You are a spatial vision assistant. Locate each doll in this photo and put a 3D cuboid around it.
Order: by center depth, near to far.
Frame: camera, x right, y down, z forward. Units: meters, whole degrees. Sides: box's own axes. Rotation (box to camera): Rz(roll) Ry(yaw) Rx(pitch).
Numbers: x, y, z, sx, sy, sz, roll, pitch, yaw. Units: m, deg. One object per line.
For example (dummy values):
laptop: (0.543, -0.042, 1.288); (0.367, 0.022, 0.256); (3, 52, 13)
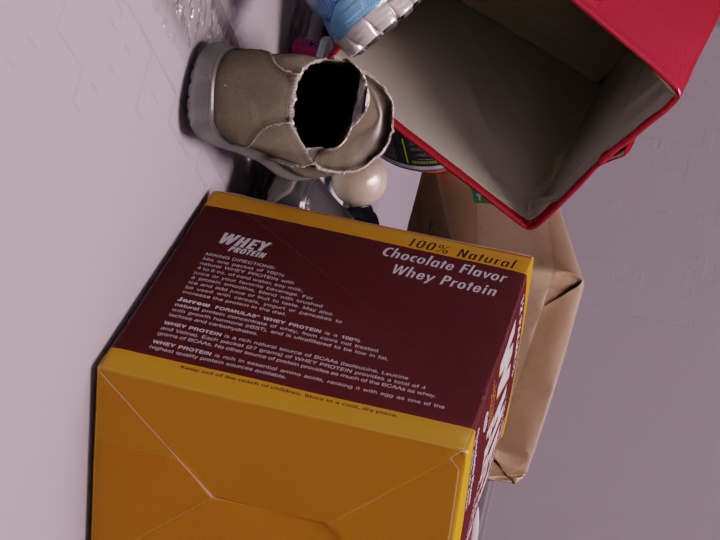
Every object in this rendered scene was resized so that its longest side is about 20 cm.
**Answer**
doll: (-0.012, 0.016, 1.423); (0.136, 0.048, 0.200); (-15, 117, -73)

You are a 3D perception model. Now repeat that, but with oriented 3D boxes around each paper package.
paper package: (0.093, 0.029, 1.595); (0.200, 0.103, 0.191); (-98, -160, -59)

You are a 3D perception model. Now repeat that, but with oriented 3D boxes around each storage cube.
storage cube: (0.114, -0.173, 1.297); (0.171, 0.200, 0.180); (-45, -170, 46)

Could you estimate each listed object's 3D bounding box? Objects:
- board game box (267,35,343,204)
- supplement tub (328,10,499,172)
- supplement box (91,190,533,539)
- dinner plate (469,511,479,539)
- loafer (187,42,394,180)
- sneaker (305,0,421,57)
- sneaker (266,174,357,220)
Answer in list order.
board game box: (-0.051, -0.026, 1.372); (0.200, 0.026, 0.200); (83, 21, -63)
supplement tub: (0.046, -0.147, 1.501); (0.200, 0.122, 0.123); (71, 33, -74)
supplement box: (-0.023, 0.075, 1.134); (0.200, 0.197, 0.133); (-65, 165, -57)
dinner plate: (-0.013, 0.187, 1.435); (0.024, 0.200, 0.201); (-125, -139, -63)
loafer: (-0.024, -0.087, 1.168); (0.200, 0.070, 0.075); (-1, 99, -64)
sneaker: (-0.013, -0.210, 1.181); (0.078, 0.090, 0.200); (-38, -152, 19)
sneaker: (0.000, 0.000, 1.299); (0.200, 0.079, 0.076); (58, 43, -50)
